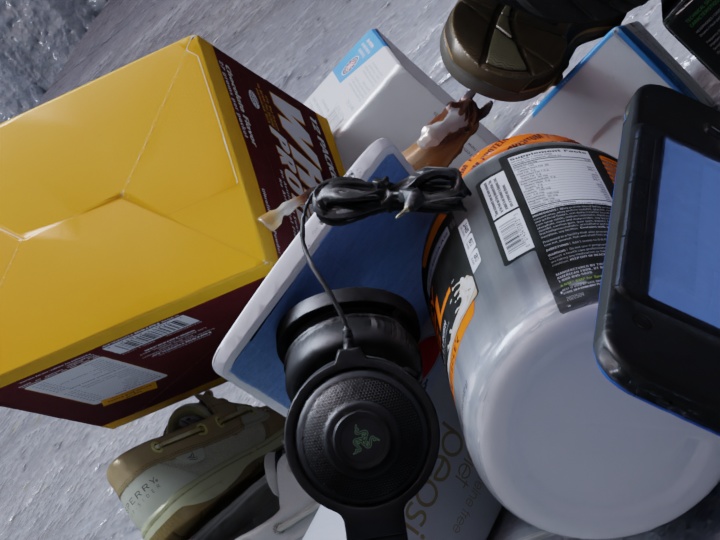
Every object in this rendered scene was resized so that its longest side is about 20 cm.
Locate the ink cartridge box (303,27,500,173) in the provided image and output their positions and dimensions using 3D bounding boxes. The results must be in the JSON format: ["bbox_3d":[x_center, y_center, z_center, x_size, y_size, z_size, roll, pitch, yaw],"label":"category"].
[{"bbox_3d":[-0.005,-0.034,1.332,0.200,0.125,0.129,-48,17,8],"label":"ink cartridge box"}]

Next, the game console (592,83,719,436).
[{"bbox_3d":[0.197,-0.022,0.802,0.201,0.170,0.119,-74,10,-52],"label":"game console"}]

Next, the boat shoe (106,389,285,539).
[{"bbox_3d":[-0.090,0.109,1.263,0.074,0.066,0.200,-46,-6,20],"label":"boat shoe"}]

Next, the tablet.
[{"bbox_3d":[-0.004,0.015,0.999,0.130,0.014,0.200,-53,-19,-3],"label":"tablet"}]

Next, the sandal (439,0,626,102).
[{"bbox_3d":[0.085,-0.117,1.070,0.200,0.081,0.055,-55,-13,-62],"label":"sandal"}]

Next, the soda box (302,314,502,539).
[{"bbox_3d":[0.039,0.095,1.057,0.064,0.068,0.201,-26,29,55],"label":"soda box"}]

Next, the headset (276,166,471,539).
[{"bbox_3d":[0.012,0.050,0.887,0.093,0.201,0.124,-9,29,0],"label":"headset"}]

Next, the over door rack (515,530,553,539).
[{"bbox_3d":[0.039,0.183,0.907,0.199,0.067,0.148,-31,23,14],"label":"over door rack"}]

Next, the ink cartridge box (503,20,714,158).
[{"bbox_3d":[0.130,-0.072,1.115,0.116,0.068,0.200,-46,-3,14],"label":"ink cartridge box"}]

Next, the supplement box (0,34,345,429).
[{"bbox_3d":[-0.119,-0.013,1.170,0.196,0.134,0.200,-23,-16,15],"label":"supplement box"}]

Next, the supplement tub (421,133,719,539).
[{"bbox_3d":[0.093,0.020,0.922,0.123,0.122,0.200,-46,21,15],"label":"supplement tub"}]

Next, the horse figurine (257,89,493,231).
[{"bbox_3d":[0.000,0.000,1.078,0.132,0.050,0.201,-36,-32,-32],"label":"horse figurine"}]

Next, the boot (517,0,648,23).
[{"bbox_3d":[0.137,-0.196,1.036,0.211,0.080,0.158,-38,14,-12],"label":"boot"}]

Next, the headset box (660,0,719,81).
[{"bbox_3d":[0.242,-0.178,1.033,0.174,0.093,0.200,-44,9,20],"label":"headset box"}]

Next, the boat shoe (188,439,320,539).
[{"bbox_3d":[-0.026,0.122,1.169,0.200,0.066,0.072,-42,19,27],"label":"boat shoe"}]
